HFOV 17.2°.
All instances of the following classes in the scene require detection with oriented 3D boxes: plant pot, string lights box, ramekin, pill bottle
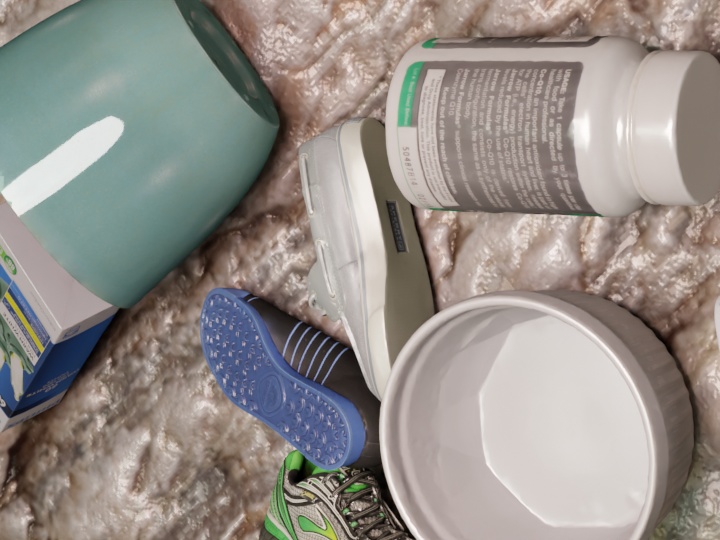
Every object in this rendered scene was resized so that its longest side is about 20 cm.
[{"bbox_3d":[-0.154,-0.102,1.628,0.161,0.200,0.201,-36,80,11],"label":"plant pot"},{"bbox_3d":[-0.243,0.030,1.732,0.103,0.059,0.200,56,149,11],"label":"string lights box"},{"bbox_3d":[0.122,0.105,1.550,0.199,0.105,0.202,6,102,29],"label":"ramekin"},{"bbox_3d":[0.125,-0.091,1.507,0.199,0.113,0.114,3,101,31],"label":"pill bottle"}]

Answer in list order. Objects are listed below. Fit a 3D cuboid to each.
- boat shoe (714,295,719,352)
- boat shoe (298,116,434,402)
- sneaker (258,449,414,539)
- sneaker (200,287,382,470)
[{"bbox_3d":[0.271,0.104,1.477,0.066,0.073,0.201,-14,91,35],"label":"boat shoe"},{"bbox_3d":[-0.001,-0.001,1.620,0.071,0.070,0.202,-15,79,31],"label":"boat shoe"},{"bbox_3d":[-0.011,0.175,1.623,0.200,0.078,0.086,23,109,56],"label":"sneaker"},{"bbox_3d":[-0.036,0.076,1.666,0.200,0.078,0.070,43,122,41],"label":"sneaker"}]
